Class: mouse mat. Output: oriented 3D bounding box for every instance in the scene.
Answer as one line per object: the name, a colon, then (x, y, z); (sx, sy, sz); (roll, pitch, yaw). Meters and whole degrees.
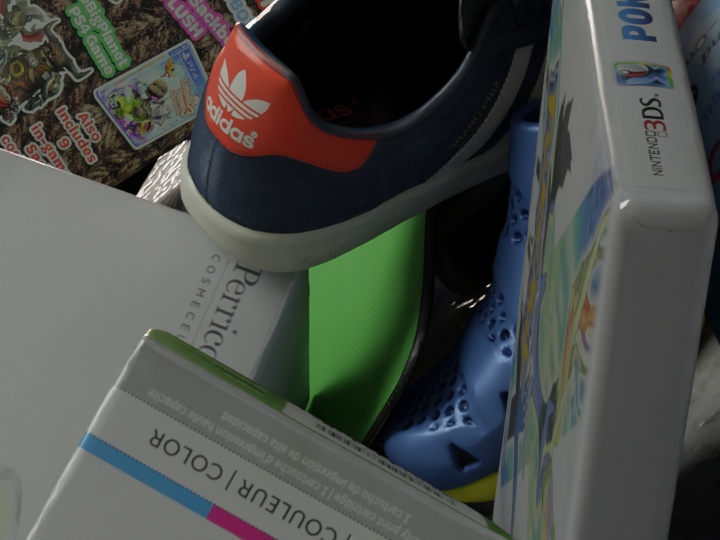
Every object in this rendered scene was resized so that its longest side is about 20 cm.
mouse mat: (0.000, 0.000, 0.794); (0.161, 0.008, 0.200); (119, 164, -48)

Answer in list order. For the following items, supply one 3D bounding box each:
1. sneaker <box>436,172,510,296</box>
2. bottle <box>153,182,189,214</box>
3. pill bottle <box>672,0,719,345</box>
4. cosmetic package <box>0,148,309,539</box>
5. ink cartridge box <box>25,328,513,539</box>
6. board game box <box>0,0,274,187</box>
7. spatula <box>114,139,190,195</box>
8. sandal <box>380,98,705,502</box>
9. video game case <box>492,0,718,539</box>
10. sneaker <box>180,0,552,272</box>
sneaker: (0.086, -0.070, 0.806); (0.200, 0.075, 0.116); (-54, 22, 13)
bottle: (-0.034, -0.024, 0.966); (0.200, 0.065, 0.084); (-34, 17, 34)
pill bottle: (0.126, -0.008, 0.518); (0.109, 0.109, 0.200); (-43, 19, 14)
cosmetic package: (-0.140, 0.070, 0.719); (0.123, 0.200, 0.200); (97, -166, -66)
ink cartridge box: (-0.055, 0.126, 0.586); (0.200, 0.104, 0.059); (-60, -1, -2)
board game box: (-0.080, -0.122, 0.993); (0.200, 0.097, 0.159); (-33, 15, -3)
spatula: (-0.080, -0.050, 0.999); (0.056, 0.021, 0.200); (-32, 11, 36)
sandal: (0.072, -0.019, 0.696); (0.200, 0.087, 0.079); (-48, 20, 5)
video game case: (0.050, 0.032, 0.551); (0.182, 0.022, 0.200); (-86, 1, -61)
sneaker: (0.035, -0.076, 0.704); (0.200, 0.075, 0.085); (-35, -27, -32)
